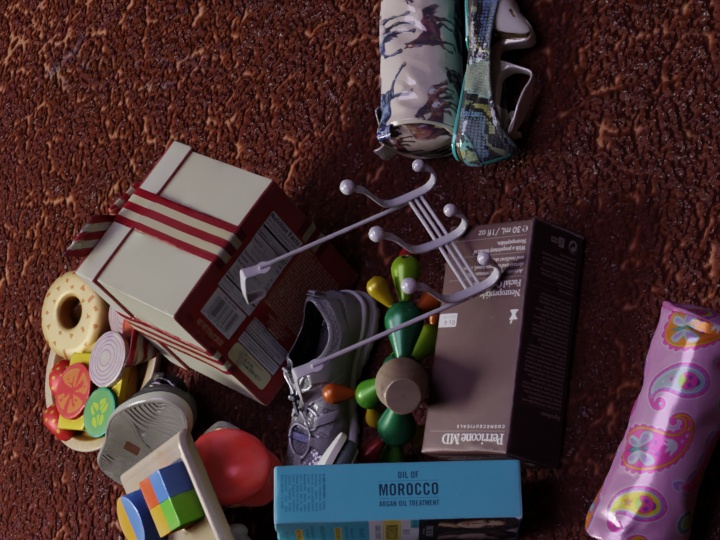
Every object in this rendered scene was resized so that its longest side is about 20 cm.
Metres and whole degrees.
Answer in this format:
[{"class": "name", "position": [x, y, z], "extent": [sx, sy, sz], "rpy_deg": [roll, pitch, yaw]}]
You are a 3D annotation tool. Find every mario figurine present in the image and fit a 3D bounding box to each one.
[{"class": "mario figurine", "position": [-0.124, 0.208, 1.748], "extent": [0.124, 0.106, 0.200], "rpy_deg": [60, 149, 3]}]

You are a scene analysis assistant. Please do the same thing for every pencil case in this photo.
[{"class": "pencil case", "position": [0.239, 0.124, 1.404], "extent": [0.087, 0.087, 0.201], "rpy_deg": [20, 90, 48]}, {"class": "pencil case", "position": [0.050, -0.204, 1.721], "extent": [0.089, 0.078, 0.201], "rpy_deg": [-9, 68, 23]}]

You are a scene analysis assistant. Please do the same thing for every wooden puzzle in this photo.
[{"class": "wooden puzzle", "position": [-0.165, 0.255, 1.687], "extent": [0.186, 0.046, 0.200], "rpy_deg": [66, 152, 9]}]

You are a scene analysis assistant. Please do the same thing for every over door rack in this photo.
[{"class": "over door rack", "position": [0.000, 0.000, 1.554], "extent": [0.199, 0.067, 0.148], "rpy_deg": [-31, 46, 0]}]

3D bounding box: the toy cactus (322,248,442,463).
[{"class": "toy cactus", "position": [0.027, 0.085, 1.596], "extent": [0.165, 0.102, 0.201], "rpy_deg": [-91, 16, -82]}]

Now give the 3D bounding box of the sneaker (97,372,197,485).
[{"class": "sneaker", "position": [-0.195, 0.130, 1.797], "extent": [0.106, 0.075, 0.200], "rpy_deg": [-61, 9, -32]}]

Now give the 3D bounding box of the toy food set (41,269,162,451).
[{"class": "toy food set", "position": [-0.280, 0.093, 1.976], "extent": [0.197, 0.049, 0.201], "rpy_deg": [-2, 74, 45]}]

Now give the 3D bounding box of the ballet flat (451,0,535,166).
[{"class": "ballet flat", "position": [0.125, -0.188, 1.659], "extent": [0.074, 0.074, 0.201], "rpy_deg": [-9, 71, 44]}]

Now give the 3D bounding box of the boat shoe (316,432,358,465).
[{"class": "boat shoe", "position": [-0.036, 0.239, 1.586], "extent": [0.073, 0.062, 0.201], "rpy_deg": [127, 165, -75]}]

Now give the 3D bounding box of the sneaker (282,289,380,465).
[{"class": "sneaker", "position": [-0.046, 0.111, 1.700], "extent": [0.075, 0.082, 0.201], "rpy_deg": [4, 81, 47]}]

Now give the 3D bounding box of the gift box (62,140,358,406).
[{"class": "gift box", "position": [-0.152, 0.006, 1.744], "extent": [0.186, 0.185, 0.200], "rpy_deg": [23, 67, 47]}]

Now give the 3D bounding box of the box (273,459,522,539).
[{"class": "box", "position": [0.030, 0.190, 1.511], "extent": [0.199, 0.082, 0.049], "rpy_deg": [-2, 69, 1]}]

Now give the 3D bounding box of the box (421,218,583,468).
[{"class": "box", "position": [0.119, 0.062, 1.556], "extent": [0.100, 0.075, 0.201], "rpy_deg": [-6, 73, 45]}]
